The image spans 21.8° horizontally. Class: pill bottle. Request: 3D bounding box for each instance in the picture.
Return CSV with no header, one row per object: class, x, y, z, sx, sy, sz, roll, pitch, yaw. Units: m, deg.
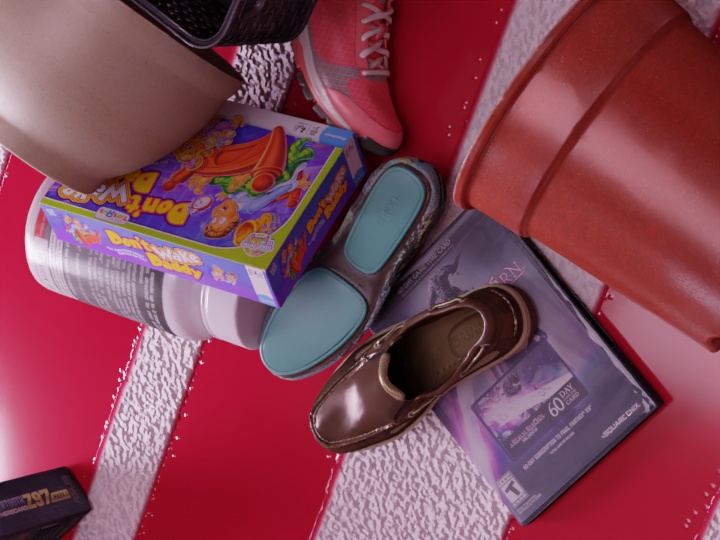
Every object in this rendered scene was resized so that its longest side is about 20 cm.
pill bottle,-0.149,-0.012,1.444,0.199,0.114,0.114,19,104,27

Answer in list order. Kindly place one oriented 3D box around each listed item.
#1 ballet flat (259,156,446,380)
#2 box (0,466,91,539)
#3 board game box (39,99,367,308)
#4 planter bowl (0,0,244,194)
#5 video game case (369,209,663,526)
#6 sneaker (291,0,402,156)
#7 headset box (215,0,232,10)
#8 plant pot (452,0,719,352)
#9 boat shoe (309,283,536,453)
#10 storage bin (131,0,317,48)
ballet flat,0.000,0.000,1.385,0.074,0.074,0.200,47,112,18
box,-0.340,0.247,1.553,0.200,0.157,0.051,-43,74,26
board game box,-0.115,-0.061,1.369,0.199,0.045,0.135,16,58,26
planter bowl,-0.201,-0.141,1.319,0.200,0.200,0.135,40,96,21
video game case,0.106,0.064,1.359,0.143,0.019,0.200,-46,73,25
sneaker,-0.009,-0.182,1.371,0.087,0.074,0.201,-29,81,25
headset box,-0.082,-0.267,1.319,0.200,0.077,0.149,-38,77,31
plant pot,0.197,-0.063,1.205,0.195,0.201,0.201,38,112,13
boat shoe,0.030,0.070,1.351,0.202,0.075,0.075,-38,76,28
storage bin,-0.114,-0.250,1.241,0.200,0.094,0.136,39,117,23
